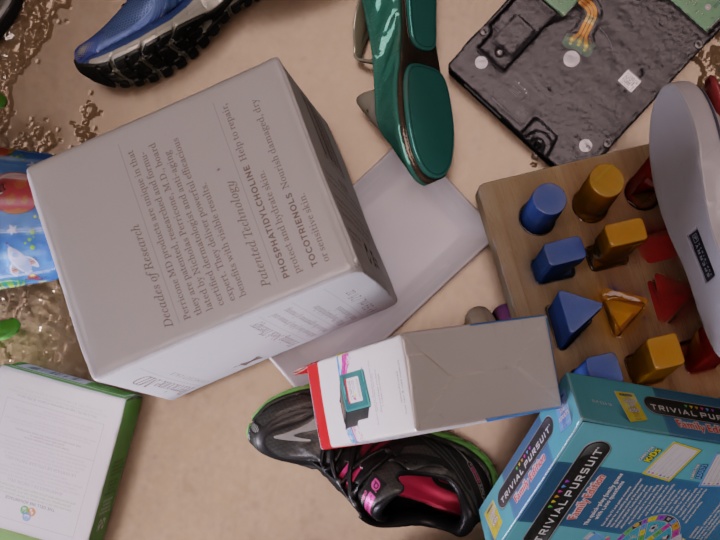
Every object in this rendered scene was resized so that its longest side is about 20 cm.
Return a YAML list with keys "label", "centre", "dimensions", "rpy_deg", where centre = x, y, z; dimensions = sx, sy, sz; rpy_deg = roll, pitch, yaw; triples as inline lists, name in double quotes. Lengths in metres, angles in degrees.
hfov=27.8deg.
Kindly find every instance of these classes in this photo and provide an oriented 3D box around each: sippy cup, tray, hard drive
- label: "sippy cup"
  centre: [-0.290, -0.040, 1.119]
  dimensions: [0.130, 0.178, 0.140]
  rpy_deg: [0, 58, -7]
- label: "tray"
  centre: [0.000, 0.000, 1.147]
  dimensions: [0.200, 0.022, 0.107]
  rpy_deg: [-43, 87, 1]
- label: "hard drive"
  centre: [0.184, -0.185, 1.135]
  dimensions: [0.140, 0.038, 0.200]
  rpy_deg: [42, 91, 4]

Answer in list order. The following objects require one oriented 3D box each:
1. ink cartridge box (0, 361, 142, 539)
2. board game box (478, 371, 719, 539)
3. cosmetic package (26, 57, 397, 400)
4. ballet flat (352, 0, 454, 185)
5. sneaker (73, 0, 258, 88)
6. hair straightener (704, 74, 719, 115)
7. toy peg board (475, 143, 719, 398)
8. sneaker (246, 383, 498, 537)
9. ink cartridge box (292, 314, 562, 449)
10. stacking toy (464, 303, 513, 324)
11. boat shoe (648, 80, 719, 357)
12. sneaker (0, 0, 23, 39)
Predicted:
- label: "ink cartridge box"
  centre: [-0.250, 0.181, 1.136]
  dimensions: [0.104, 0.059, 0.200]
  rpy_deg: [15, 89, 4]
- label: "board game box"
  centre: [0.207, 0.153, 1.040]
  dimensions: [0.200, 0.047, 0.151]
  rpy_deg: [11, 129, -19]
- label: "cosmetic package"
  centre: [-0.103, -0.023, 1.064]
  dimensions: [0.200, 0.167, 0.167]
  rpy_deg: [-23, 77, 7]
- label: "ballet flat"
  centre: [0.029, -0.157, 1.130]
  dimensions: [0.070, 0.067, 0.200]
  rpy_deg: [-13, 77, 40]
- label: "sneaker"
  centre: [-0.147, -0.223, 1.146]
  dimensions: [0.200, 0.079, 0.089]
  rpy_deg: [-39, 79, -7]
- label: "hair straightener"
  centre: [0.330, -0.064, 1.119]
  dimensions: [0.077, 0.041, 0.200]
  rpy_deg: [-17, 87, 3]
- label: "toy peg board"
  centre: [0.210, -0.004, 1.042]
  dimensions: [0.199, 0.098, 0.200]
  rpy_deg: [-13, 74, -9]
- label: "sneaker"
  centre: [0.008, 0.145, 1.103]
  dimensions: [0.200, 0.084, 0.077]
  rpy_deg: [17, 117, 5]
- label: "ink cartridge box"
  centre: [0.040, 0.083, 1.038]
  dimensions: [0.116, 0.200, 0.067]
  rpy_deg: [-6, 82, -25]
- label: "stacking toy"
  centre: [0.184, 0.050, 1.110]
  dimensions: [0.200, 0.085, 0.086]
  rpy_deg: [-12, 87, -3]
- label: "boat shoe"
  centre: [0.254, -0.036, 0.979]
  dimensions: [0.070, 0.071, 0.200]
  rpy_deg: [-7, 69, -20]
- label: "sneaker"
  centre: [-0.369, -0.179, 1.162]
  dimensions: [0.115, 0.076, 0.201]
  rpy_deg: [32, 82, 13]
